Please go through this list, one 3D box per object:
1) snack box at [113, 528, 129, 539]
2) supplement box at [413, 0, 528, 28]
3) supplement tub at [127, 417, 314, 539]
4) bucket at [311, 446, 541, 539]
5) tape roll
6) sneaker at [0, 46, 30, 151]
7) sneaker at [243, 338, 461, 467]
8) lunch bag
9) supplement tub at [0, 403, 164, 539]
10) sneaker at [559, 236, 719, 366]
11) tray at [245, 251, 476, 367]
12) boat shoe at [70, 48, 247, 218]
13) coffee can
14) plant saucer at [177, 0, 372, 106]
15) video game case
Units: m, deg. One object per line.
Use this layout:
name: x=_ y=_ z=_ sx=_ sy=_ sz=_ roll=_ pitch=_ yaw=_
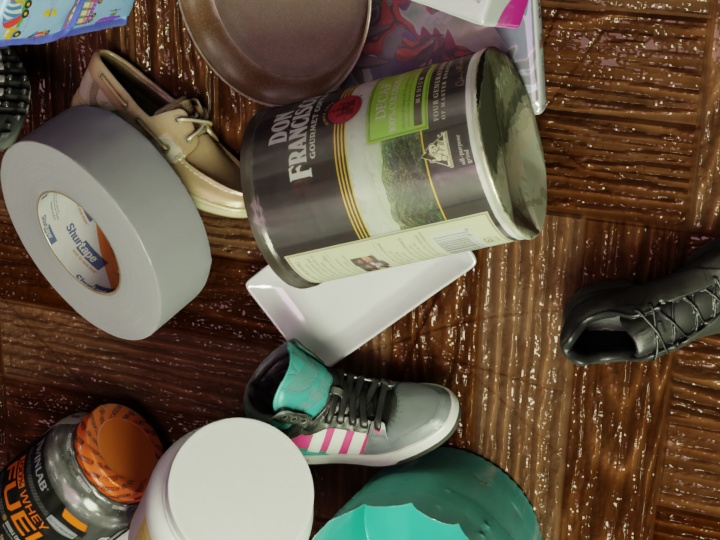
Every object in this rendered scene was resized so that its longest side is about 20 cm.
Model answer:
snack box: x=-0.181 y=0.262 z=1.369 sx=0.199 sy=0.024 sz=0.072 roll=-38 pitch=94 yaw=28
supplement box: x=0.089 y=-0.285 z=0.987 sx=0.102 sy=0.101 sz=0.202 roll=21 pitch=104 yaw=18
supplement tub: x=-0.121 y=0.218 z=1.196 sx=0.145 sy=0.146 sz=0.200 roll=39 pitch=151 yaw=3
bucket: x=0.061 y=0.265 z=1.212 sx=0.205 sy=0.135 sz=0.210 roll=7 pitch=112 yaw=19
tape roll: x=-0.223 y=-0.040 z=1.200 sx=0.199 sy=0.066 sz=0.202 roll=30 pitch=142 yaw=27
sneaker: x=-0.339 y=-0.166 z=1.211 sx=0.091 sy=0.066 sz=0.201 roll=-57 pitch=45 yaw=41
sneaker: x=-0.022 y=0.109 z=1.194 sx=0.198 sy=0.084 sz=0.121 roll=-10 pitch=143 yaw=27
lunch bag: x=-0.240 y=-0.264 z=1.091 sx=0.094 sy=0.200 sz=0.151 roll=35 pitch=119 yaw=6
supplement tub: x=-0.286 y=0.220 z=1.339 sx=0.199 sy=0.123 sz=0.123 roll=-39 pitch=93 yaw=28
sneaker: x=0.246 y=0.034 z=1.077 sx=0.198 sy=0.091 sz=0.077 roll=-24 pitch=98 yaw=26
tray: x=0.000 y=0.000 z=1.200 sx=0.199 sy=0.022 sz=0.108 roll=-36 pitch=93 yaw=29
boat shoe: x=-0.163 y=-0.117 z=1.191 sx=0.199 sy=0.071 sz=0.065 roll=33 pitch=119 yaw=8
coffee can: x=0.028 y=-0.076 z=1.066 sx=0.198 sy=0.146 sz=0.148 roll=-12 pitch=105 yaw=25
plant saucer: x=-0.066 y=-0.234 z=1.112 sx=0.198 sy=0.032 sz=0.203 roll=15 pitch=117 yaw=32
video game case: x=0.046 y=-0.214 z=1.099 sx=0.197 sy=0.023 sz=0.185 roll=1 pitch=110 yaw=21
